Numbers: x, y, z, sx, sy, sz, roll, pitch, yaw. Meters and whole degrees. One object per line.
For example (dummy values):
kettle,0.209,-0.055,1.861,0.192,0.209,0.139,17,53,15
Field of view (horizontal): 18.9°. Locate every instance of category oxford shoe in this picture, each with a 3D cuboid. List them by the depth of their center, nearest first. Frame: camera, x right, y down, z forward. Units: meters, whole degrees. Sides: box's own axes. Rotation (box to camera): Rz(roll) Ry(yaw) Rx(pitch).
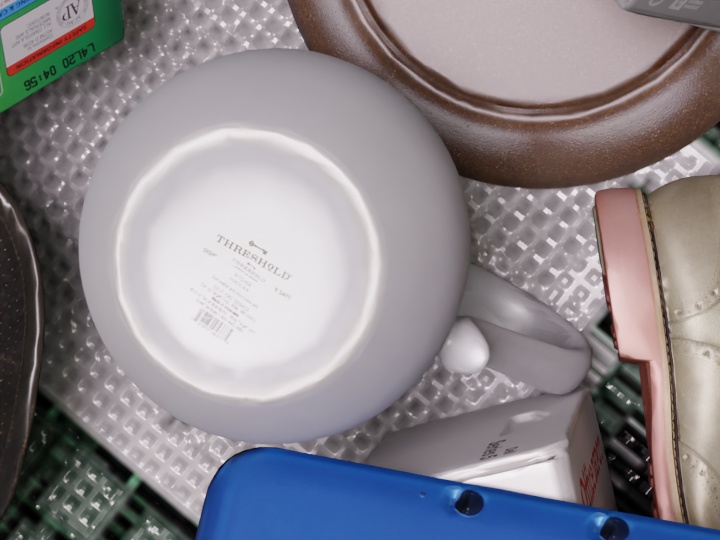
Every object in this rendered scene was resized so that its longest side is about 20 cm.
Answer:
oxford shoe,0.135,0.064,0.761,0.073,0.071,0.202,-12,93,6

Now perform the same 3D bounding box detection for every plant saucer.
plant saucer,0.064,-0.129,0.775,0.198,0.032,0.202,1,96,7

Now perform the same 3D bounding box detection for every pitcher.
pitcher,0.000,0.000,0.708,0.171,0.200,0.122,27,98,3

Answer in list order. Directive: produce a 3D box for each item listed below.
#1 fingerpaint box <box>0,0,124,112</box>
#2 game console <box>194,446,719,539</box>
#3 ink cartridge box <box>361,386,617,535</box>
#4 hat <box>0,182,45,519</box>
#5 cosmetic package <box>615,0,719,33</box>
fingerpaint box,-0.207,-0.096,0.712,0.199,0.074,0.167,-35,58,-26
game console,0.036,0.169,0.661,0.198,0.119,0.172,10,128,10
ink cartridge box,0.058,0.153,0.739,0.083,0.145,0.202,-13,93,10
hat,-0.179,0.024,0.793,0.199,0.081,0.203,4,99,26
cosmetic package,0.135,-0.180,0.656,0.200,0.090,0.107,-46,60,29
